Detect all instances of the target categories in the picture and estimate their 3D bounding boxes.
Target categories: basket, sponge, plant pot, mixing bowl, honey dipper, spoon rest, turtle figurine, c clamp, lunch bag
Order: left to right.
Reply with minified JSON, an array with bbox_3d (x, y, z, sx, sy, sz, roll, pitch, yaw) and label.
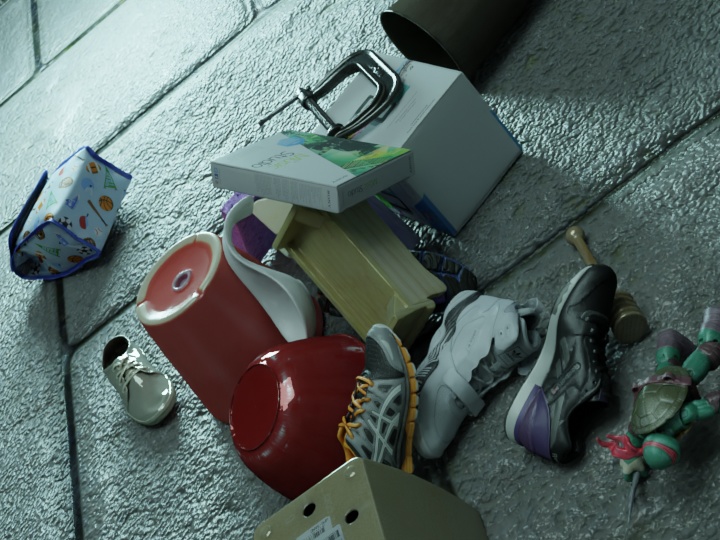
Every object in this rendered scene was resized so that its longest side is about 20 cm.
[{"bbox_3d":[-0.487,-0.085,2.389,0.199,0.123,0.172,-27,34,47],"label":"lunch bag"},{"bbox_3d":[-0.173,0.061,1.837,0.199,0.177,0.202,-27,38,24],"label":"plant pot"},{"bbox_3d":[-0.132,-0.080,1.957,0.030,0.200,0.112,34,76,13],"label":"sponge"},{"bbox_3d":[-0.112,0.009,1.743,0.060,0.100,0.201,-22,67,-19],"label":"spoon rest"},{"bbox_3d":[-0.075,0.159,1.624,0.199,0.107,0.203,-23,59,46],"label":"mixing bowl"},{"bbox_3d":[-0.031,-0.210,1.858,0.171,0.027,0.200,-42,31,-3],"label":"c clamp"},{"bbox_3d":[0.009,0.299,1.387,0.199,0.177,0.201,-36,33,12],"label":"plant pot"},{"bbox_3d":[0.150,-0.369,2.007,0.200,0.136,0.180,-46,37,-9],"label":"basket"},{"bbox_3d":[0.258,0.009,1.569,0.038,0.038,0.201,-36,30,11],"label":"honey dipper"},{"bbox_3d":[0.295,0.130,1.344,0.148,0.101,0.201,-13,39,38],"label":"turtle figurine"}]

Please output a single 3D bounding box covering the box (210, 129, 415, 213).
[{"bbox_3d":[-0.056,-0.119,1.705,0.198,0.037,0.144,14,29,36],"label":"box"}]

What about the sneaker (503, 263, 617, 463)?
[{"bbox_3d":[0.226,0.096,1.463,0.087,0.075,0.202,24,90,43],"label":"sneaker"}]

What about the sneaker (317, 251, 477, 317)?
[{"bbox_3d":[0.049,0.017,1.743,0.197,0.078,0.077,-1,89,26],"label":"sneaker"}]

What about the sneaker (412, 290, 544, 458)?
[{"bbox_3d":[0.126,0.108,1.560,0.114,0.075,0.202,-4,53,43],"label":"sneaker"}]

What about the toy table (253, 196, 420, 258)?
[{"bbox_3d":[-0.036,-0.059,1.840,0.200,0.184,0.118,43,97,24],"label":"toy table"}]

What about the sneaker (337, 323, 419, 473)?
[{"bbox_3d":[0.014,0.158,1.531,0.078,0.076,0.203,-178,88,-71],"label":"sneaker"}]

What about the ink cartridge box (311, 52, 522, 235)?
[{"bbox_3d":[0.068,-0.163,1.851,0.147,0.147,0.199,-51,33,-9],"label":"ink cartridge box"}]

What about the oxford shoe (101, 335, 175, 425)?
[{"bbox_3d":[-0.308,0.148,1.997,0.075,0.058,0.200,-43,35,-3],"label":"oxford shoe"}]

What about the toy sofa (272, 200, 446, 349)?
[{"bbox_3d":[0.000,0.000,1.689,0.097,0.200,0.083,-23,-27,-44],"label":"toy sofa"}]
